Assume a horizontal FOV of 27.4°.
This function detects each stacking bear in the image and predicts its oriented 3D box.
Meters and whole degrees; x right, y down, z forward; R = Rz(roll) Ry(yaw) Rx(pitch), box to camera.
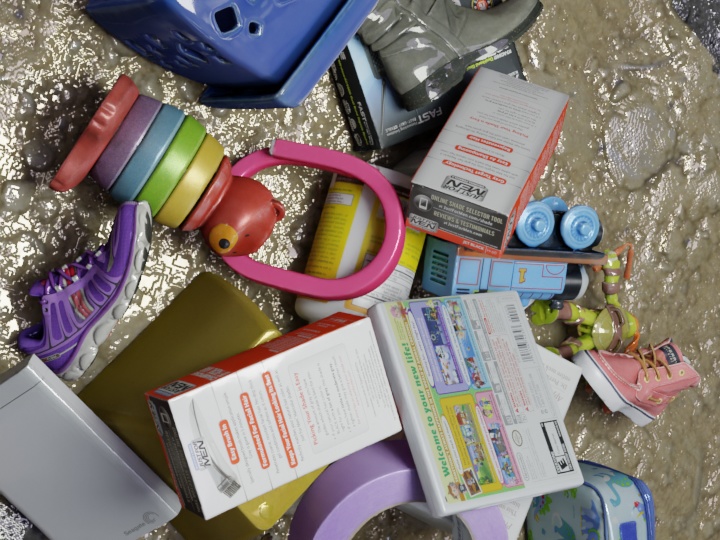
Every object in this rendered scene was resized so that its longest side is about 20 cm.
[{"bbox_3d":[-0.168,-0.085,1.383,0.200,0.122,0.114,33,33,-12],"label":"stacking bear"}]

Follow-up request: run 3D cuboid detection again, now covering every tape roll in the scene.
[{"bbox_3d":[0.035,0.262,1.374,0.199,0.066,0.201,-5,110,-15],"label":"tape roll"}]

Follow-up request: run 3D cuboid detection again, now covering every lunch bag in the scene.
[{"bbox_3d":[0.253,0.314,1.600,0.082,0.161,0.201,-6,93,-26],"label":"lunch bag"}]

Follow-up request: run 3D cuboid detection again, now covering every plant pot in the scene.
[{"bbox_3d":[-0.119,0.140,1.398,0.200,0.176,0.200,-46,110,-19],"label":"plant pot"},{"bbox_3d":[-0.108,-0.261,1.385,0.180,0.200,0.200,44,72,-27],"label":"plant pot"}]

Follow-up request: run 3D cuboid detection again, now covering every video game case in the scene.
[{"bbox_3d":[0.107,0.118,1.367,0.181,0.022,0.201,-4,69,-39],"label":"video game case"}]

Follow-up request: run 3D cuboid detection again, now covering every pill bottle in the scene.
[{"bbox_3d":[0.000,0.000,1.491,0.109,0.109,0.201,20,83,-26],"label":"pill bottle"}]

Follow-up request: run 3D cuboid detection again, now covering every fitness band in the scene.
[{"bbox_3d":[-0.052,-0.048,1.437,0.199,0.037,0.144,14,84,17],"label":"fitness band"}]

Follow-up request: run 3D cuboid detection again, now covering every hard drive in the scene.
[{"bbox_3d":[-0.277,0.179,1.357,0.200,0.132,0.027,48,28,-20],"label":"hard drive"}]

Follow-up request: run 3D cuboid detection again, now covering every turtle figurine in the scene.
[{"bbox_3d":[0.257,0.074,1.620,0.161,0.064,0.201,-6,110,-41],"label":"turtle figurine"}]

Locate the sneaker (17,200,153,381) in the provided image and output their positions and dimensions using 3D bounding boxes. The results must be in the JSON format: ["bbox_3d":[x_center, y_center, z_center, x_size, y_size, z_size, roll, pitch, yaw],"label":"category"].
[{"bbox_3d":[-0.252,0.016,1.344,0.083,0.081,0.200,28,114,-16],"label":"sneaker"}]

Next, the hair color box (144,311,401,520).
[{"bbox_3d":[-0.074,0.123,1.287,0.199,0.064,0.111,-21,102,-26],"label":"hair color box"}]

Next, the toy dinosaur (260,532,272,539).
[{"bbox_3d":[-0.105,0.338,1.467,0.200,0.086,0.136,-47,117,-12],"label":"toy dinosaur"}]

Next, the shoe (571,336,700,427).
[{"bbox_3d":[0.297,0.105,1.571,0.091,0.072,0.200,-39,149,12],"label":"shoe"}]

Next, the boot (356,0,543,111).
[{"bbox_3d":[0.086,-0.263,1.483,0.200,0.068,0.131,-38,102,-22],"label":"boot"}]

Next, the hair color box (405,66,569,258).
[{"bbox_3d":[0.126,-0.109,1.442,0.101,0.061,0.200,20,46,12],"label":"hair color box"}]

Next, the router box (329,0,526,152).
[{"bbox_3d":[0.064,-0.227,1.542,0.199,0.062,0.150,-25,104,-24],"label":"router box"}]

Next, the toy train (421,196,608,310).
[{"bbox_3d":[0.158,-0.019,1.510,0.199,0.087,0.115,3,100,-26],"label":"toy train"}]

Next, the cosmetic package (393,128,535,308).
[{"bbox_3d":[0.132,-0.056,1.577,0.102,0.074,0.200,-39,106,-19],"label":"cosmetic package"}]

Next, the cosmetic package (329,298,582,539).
[{"bbox_3d":[0.088,0.152,1.509,0.167,0.166,0.201,29,78,-24],"label":"cosmetic package"}]
